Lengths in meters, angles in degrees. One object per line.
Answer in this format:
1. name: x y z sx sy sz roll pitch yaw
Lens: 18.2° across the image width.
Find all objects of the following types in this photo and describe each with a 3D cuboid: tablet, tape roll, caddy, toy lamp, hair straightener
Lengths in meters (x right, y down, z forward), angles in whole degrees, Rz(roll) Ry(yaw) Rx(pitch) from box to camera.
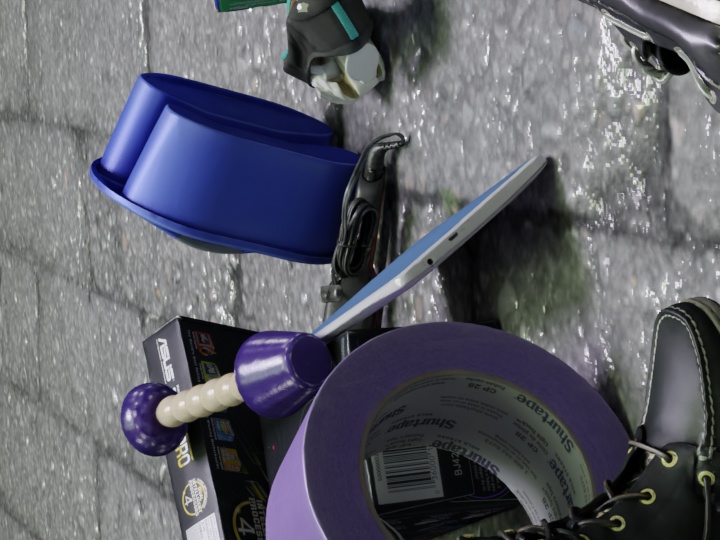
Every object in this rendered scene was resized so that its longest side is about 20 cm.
1. tablet: 0.034 -0.005 1.389 0.014 0.130 0.200 50 156 -1
2. tape roll: 0.053 0.135 1.242 0.085 0.198 0.201 116 144 -52
3. caddy: -0.094 -0.062 1.611 0.141 0.199 0.106 46 118 58
4. toy lamp: -0.086 0.080 1.458 0.200 0.058 0.059 -26 69 52
5. hair straightener: 0.000 0.000 1.556 0.077 0.041 0.201 -59 -16 -66

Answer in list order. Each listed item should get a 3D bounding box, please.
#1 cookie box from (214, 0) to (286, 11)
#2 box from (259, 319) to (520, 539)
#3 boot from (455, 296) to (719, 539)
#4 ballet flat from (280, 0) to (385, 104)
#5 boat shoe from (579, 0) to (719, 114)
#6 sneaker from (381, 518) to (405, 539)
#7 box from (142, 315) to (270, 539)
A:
1. cookie box: -0.078 -0.284 1.582 0.200 0.075 0.173 108 156 -86
2. box: 0.014 0.113 1.468 0.200 0.105 0.123 143 121 -66
3. boot: 0.122 0.120 1.122 0.073 0.153 0.205 -166 73 -67
4. ballet flat: -0.018 -0.150 1.534 0.069 0.068 0.200 52 179 4
5. boat shoe: 0.148 -0.122 1.129 0.200 0.072 0.063 35 123 58
6. sneaker: -0.020 0.181 1.383 0.200 0.076 0.116 -5 124 51
7. box: -0.066 0.140 1.601 0.049 0.161 0.201 -34 56 34
